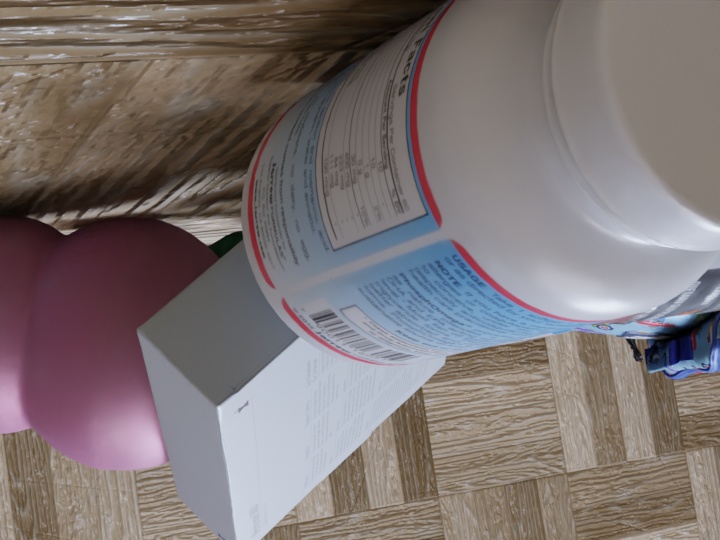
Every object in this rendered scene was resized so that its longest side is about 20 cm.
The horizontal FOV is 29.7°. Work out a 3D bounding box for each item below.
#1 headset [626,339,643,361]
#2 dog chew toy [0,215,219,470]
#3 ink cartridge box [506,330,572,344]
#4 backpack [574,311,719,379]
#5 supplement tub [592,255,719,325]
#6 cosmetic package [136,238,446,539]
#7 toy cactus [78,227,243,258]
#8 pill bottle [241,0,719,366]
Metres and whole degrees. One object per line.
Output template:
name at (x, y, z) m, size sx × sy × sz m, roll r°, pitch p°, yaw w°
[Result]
headset at (0.670, 0.125, 2.957) m, size 0.200 × 0.094 × 0.123 m, roll -26°, pitch 165°, yaw 32°
dog chew toy at (-0.162, 0.027, 0.668) m, size 0.199 × 0.125 × 0.125 m, roll 10°, pitch 174°, yaw 1°
ink cartridge box at (0.187, 0.054, 1.675) m, size 0.116 × 0.068 × 0.200 m, roll -6°, pitch 174°, yaw -21°
backpack at (0.196, -0.004, 0.821) m, size 0.199 × 0.135 × 0.183 m, roll -5°, pitch 173°, yaw -7°
supplement tub at (0.161, -0.040, 0.541) m, size 0.199 × 0.107 × 0.107 m, roll -6°, pitch 174°, yaw -26°
cosmetic package at (-0.020, 0.035, 0.610) m, size 0.151 × 0.052 × 0.200 m, roll -44°, pitch 162°, yaw -22°
toy cactus at (-0.081, 0.001, 0.775) m, size 0.164 × 0.103 × 0.200 m, roll 14°, pitch 168°, yaw -22°
pill bottle at (0.047, -0.033, 0.426) m, size 0.108 × 0.109 × 0.200 m, roll -5°, pitch 173°, yaw -29°
